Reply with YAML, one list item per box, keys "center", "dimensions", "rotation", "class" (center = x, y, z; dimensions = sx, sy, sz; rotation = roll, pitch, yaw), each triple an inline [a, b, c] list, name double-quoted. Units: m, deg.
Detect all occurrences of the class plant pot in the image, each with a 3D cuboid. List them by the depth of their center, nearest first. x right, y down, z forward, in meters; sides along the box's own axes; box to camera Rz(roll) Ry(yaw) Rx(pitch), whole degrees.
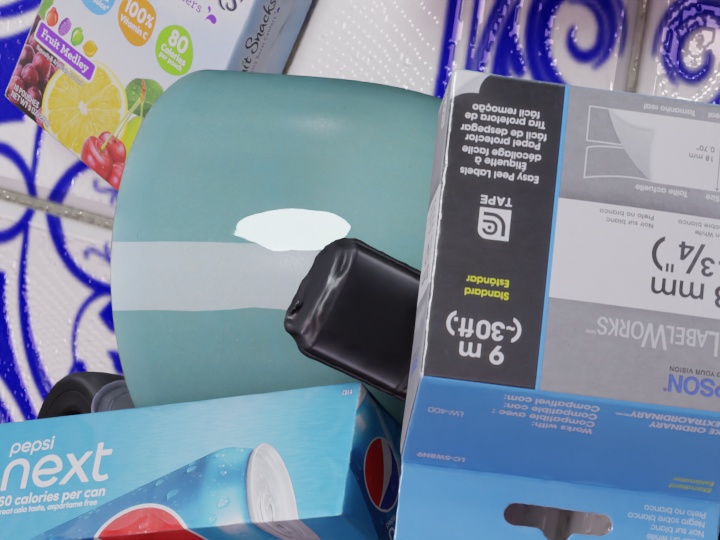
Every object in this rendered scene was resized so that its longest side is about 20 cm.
- center: [0.000, 0.000, 1.294]
  dimensions: [0.161, 0.200, 0.201]
  rotation: [-1, 91, 25]
  class: "plant pot"

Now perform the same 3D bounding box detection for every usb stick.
- center: [0.058, 0.047, 1.202]
  dimensions: [0.056, 0.200, 0.033]
  rotation: [-64, 23, -1]
  class: "usb stick"

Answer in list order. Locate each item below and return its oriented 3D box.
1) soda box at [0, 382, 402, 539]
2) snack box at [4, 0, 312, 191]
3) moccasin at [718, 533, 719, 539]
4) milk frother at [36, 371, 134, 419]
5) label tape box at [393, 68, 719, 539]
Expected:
- center: [-0.077, 0.104, 1.234]
  dimensions: [0.200, 0.064, 0.068]
  rotation: [-8, 56, 27]
  class: "soda box"
- center: [-0.100, -0.145, 1.454]
  dimensions: [0.142, 0.053, 0.200]
  rotation: [38, 114, 31]
  class: "snack box"
- center: [0.142, 0.153, 1.252]
  dimensions: [0.200, 0.080, 0.068]
  rotation: [-51, 42, 3]
  class: "moccasin"
- center: [-0.172, 0.152, 1.427]
  dimensions: [0.180, 0.200, 0.188]
  rotation: [40, 115, 29]
  class: "milk frother"
- center: [0.096, 0.026, 1.140]
  dimensions: [0.144, 0.063, 0.201]
  rotation: [7, 77, -3]
  class: "label tape box"
